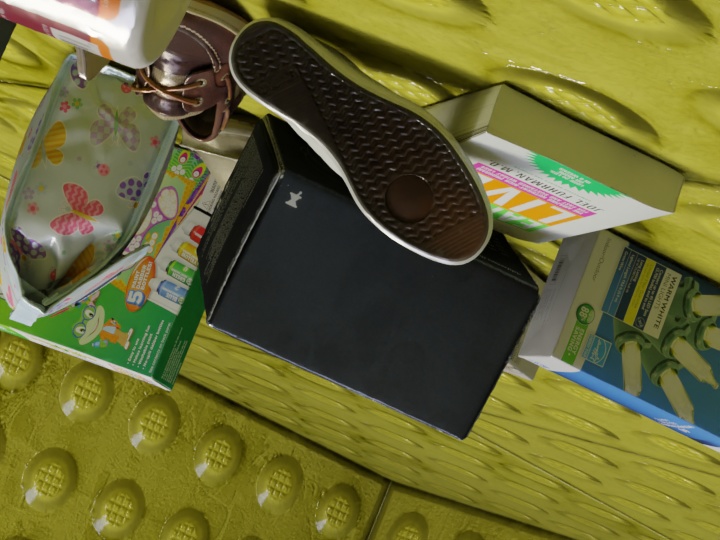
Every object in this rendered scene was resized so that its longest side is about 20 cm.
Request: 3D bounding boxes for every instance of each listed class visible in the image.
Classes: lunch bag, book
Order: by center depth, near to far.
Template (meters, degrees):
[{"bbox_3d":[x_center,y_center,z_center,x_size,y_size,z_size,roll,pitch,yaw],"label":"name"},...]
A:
[{"bbox_3d":[0.105,-0.065,1.473,0.133,0.048,0.200,24,168,-16],"label":"book"},{"bbox_3d":[-0.221,-0.052,1.816,0.127,0.201,0.170,24,170,-7],"label":"lunch bag"}]

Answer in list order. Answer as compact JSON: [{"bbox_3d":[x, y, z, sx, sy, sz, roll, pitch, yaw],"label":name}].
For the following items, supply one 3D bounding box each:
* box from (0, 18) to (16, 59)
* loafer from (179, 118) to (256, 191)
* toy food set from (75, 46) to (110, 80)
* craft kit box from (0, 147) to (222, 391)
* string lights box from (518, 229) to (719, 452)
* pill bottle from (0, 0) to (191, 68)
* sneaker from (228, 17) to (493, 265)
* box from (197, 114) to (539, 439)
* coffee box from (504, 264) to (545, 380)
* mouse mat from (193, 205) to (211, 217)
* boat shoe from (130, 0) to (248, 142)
[{"bbox_3d":[-0.390,-0.191,1.665,0.196,0.124,0.200,21,170,19],"label":"box"},{"bbox_3d":[-0.075,-0.065,1.806,0.075,0.069,0.200,15,168,41],"label":"loafer"},{"bbox_3d":[-0.222,-0.175,1.317,0.199,0.061,0.144,21,-152,5],"label":"toy food set"},{"bbox_3d":[-0.213,-0.020,1.991,0.197,0.201,0.049,16,169,29],"label":"craft kit box"},{"bbox_3d":[0.225,0.056,1.669,0.199,0.103,0.059,25,170,-19],"label":"string lights box"},{"bbox_3d":[-0.183,-0.192,1.193,0.199,0.115,0.114,22,171,5],"label":"pill bottle"},{"bbox_3d":[0.009,-0.085,1.428,0.200,0.073,0.085,45,-170,5],"label":"sneaker"},{"bbox_3d":[0.000,0.000,1.611,0.199,0.124,0.197,25,-171,-11],"label":"box"},{"bbox_3d":[0.069,0.011,1.857,0.113,0.080,0.200,18,170,34],"label":"coffee box"},{"bbox_3d":[-0.032,0.008,1.859,0.200,0.008,0.161,33,177,-34],"label":"mouse mat"},{"bbox_3d":[-0.113,-0.131,1.502,0.072,0.072,0.200,21,171,7],"label":"boat shoe"}]
